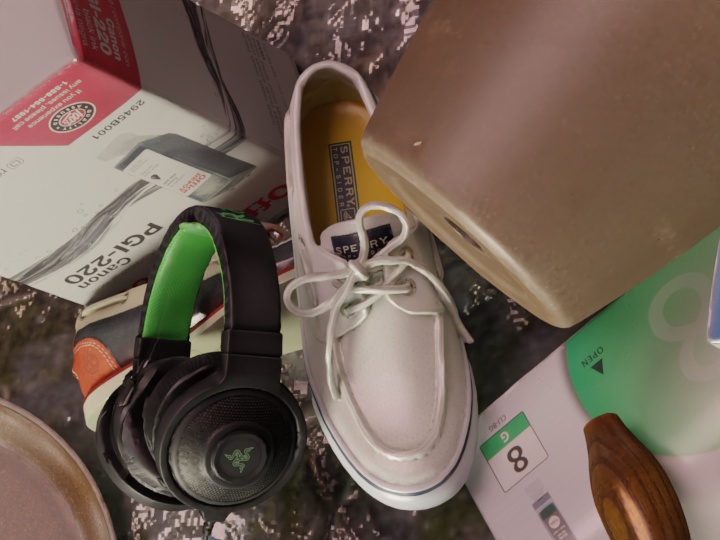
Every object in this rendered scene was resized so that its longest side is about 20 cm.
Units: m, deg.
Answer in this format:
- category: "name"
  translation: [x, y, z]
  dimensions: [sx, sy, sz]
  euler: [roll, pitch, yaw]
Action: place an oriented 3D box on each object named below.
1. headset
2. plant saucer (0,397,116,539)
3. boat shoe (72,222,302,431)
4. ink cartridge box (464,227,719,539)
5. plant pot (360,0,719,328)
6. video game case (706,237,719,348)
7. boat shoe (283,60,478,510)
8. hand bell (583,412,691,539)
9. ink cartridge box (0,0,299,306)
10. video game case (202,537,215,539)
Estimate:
- category: "headset"
  translation: [-0.083, 0.071, 1.080]
  dimensions: [0.123, 0.094, 0.201]
  euler: [171, 102, -66]
- category: "plant saucer"
  translation: [-0.213, 0.157, 1.222]
  dimensions: [0.199, 0.032, 0.201]
  euler: [-2, 77, 6]
- category: "boat shoe"
  translation: [-0.059, 0.012, 1.184]
  dimensions: [0.200, 0.071, 0.063]
  euler: [-29, 57, 29]
- category: "ink cartridge box"
  translation: [0.142, 0.103, 1.020]
  dimensions: [0.161, 0.050, 0.200]
  euler: [-41, 53, 18]
- category: "plant pot"
  translation: [0.098, -0.075, 0.996]
  dimensions: [0.175, 0.200, 0.200]
  euler: [-49, 52, -3]
- category: "video game case"
  translation: [0.252, 0.032, 0.879]
  dimensions: [0.199, 0.181, 0.046]
  euler: [2, 77, 36]
- category: "boat shoe"
  translation: [0.005, -0.002, 1.065]
  dimensions: [0.074, 0.086, 0.203]
  euler: [-11, 65, 4]
- category: "hand bell"
  translation: [0.132, 0.144, 0.974]
  dimensions: [0.104, 0.104, 0.200]
  euler: [-34, 58, 22]
- category: "ink cartridge box"
  translation: [-0.130, -0.064, 1.173]
  dimensions: [0.145, 0.200, 0.085]
  euler: [-33, 62, 23]
- category: "video game case"
  translation: [-0.019, 0.224, 1.068]
  dimensions: [0.200, 0.045, 0.182]
  euler: [10, 79, 46]
